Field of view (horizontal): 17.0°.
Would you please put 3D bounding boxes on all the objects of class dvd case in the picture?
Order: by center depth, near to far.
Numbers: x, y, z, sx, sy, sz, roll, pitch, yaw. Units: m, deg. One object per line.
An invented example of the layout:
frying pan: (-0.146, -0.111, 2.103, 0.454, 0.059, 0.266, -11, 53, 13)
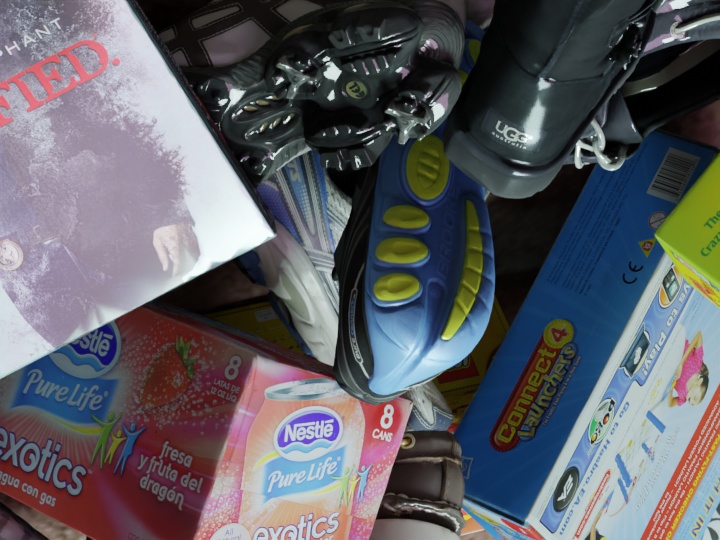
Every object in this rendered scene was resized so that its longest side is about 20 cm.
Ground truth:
dvd case: (-0.140, -0.059, 0.894, 0.146, 0.022, 0.200, -26, 119, 8)

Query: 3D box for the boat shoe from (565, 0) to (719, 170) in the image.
boat shoe: (0.103, -0.078, 1.058, 0.200, 0.063, 0.073, -29, 147, 11)

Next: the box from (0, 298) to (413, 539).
box: (-0.090, 0.062, 1.010, 0.102, 0.200, 0.095, 19, 90, -47)

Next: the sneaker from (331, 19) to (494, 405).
sneaker: (0.021, -0.031, 0.977, 0.071, 0.200, 0.083, 27, 138, -16)

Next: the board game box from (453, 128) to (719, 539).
board game box: (0.135, 0.059, 1.186, 0.200, 0.056, 0.196, -61, 148, -12)

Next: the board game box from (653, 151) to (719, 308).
board game box: (0.217, -0.069, 1.066, 0.200, 0.048, 0.102, -51, 161, 1)

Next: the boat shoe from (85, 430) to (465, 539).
boat shoe: (-0.041, 0.108, 1.077, 0.200, 0.060, 0.072, -9, 153, 35)

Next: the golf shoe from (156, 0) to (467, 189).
golf shoe: (-0.043, -0.078, 0.958, 0.199, 0.095, 0.078, -8, 128, 27)

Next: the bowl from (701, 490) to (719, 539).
bowl: (0.218, 0.094, 1.324, 0.200, 0.201, 0.094, -29, 104, 11)

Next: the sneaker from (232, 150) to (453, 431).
sneaker: (0.000, 0.000, 1.062, 0.085, 0.077, 0.200, -37, 124, -2)

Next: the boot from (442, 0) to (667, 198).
boot: (0.104, -0.142, 0.886, 0.065, 0.165, 0.200, 23, 138, -1)

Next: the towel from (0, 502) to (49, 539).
towel: (-0.158, 0.164, 1.095, 0.086, 0.165, 0.200, -53, -167, -9)

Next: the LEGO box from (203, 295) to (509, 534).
LEGO box: (-0.030, 0.084, 1.203, 0.199, 0.077, 0.149, -12, 146, -16)
